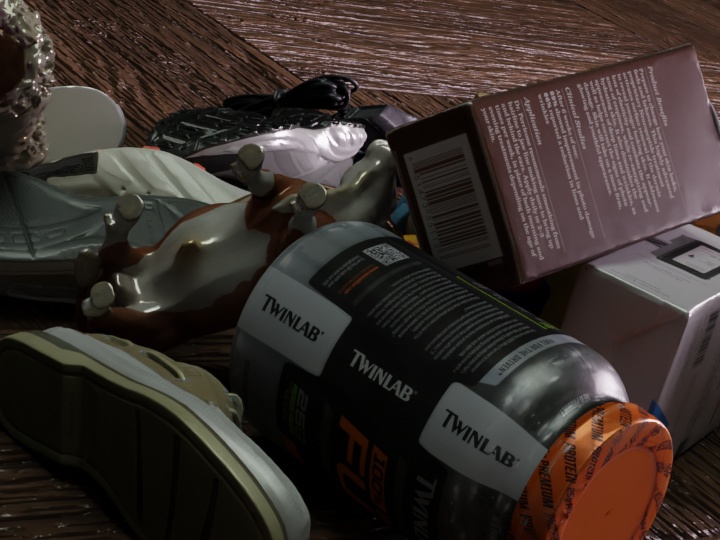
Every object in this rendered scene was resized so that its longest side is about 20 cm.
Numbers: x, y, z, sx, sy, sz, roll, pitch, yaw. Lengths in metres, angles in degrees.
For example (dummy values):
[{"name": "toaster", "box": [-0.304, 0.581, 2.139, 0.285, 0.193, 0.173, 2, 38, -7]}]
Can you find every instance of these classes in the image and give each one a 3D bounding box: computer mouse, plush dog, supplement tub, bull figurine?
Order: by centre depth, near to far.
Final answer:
[{"name": "supplement tub", "box": [0.042, 0.067, 0.819, 0.200, 0.123, 0.122, 31, 24, 37]}, {"name": "bull figurine", "box": [-0.061, -0.014, 0.898, 0.065, 0.199, 0.122, 59, -3, 22]}, {"name": "plush dog", "box": [-0.250, -0.123, 1.010, 0.160, 0.199, 0.173, 28, 42, -63]}, {"name": "computer mouse", "box": [-0.013, -0.094, 1.319, 0.140, 0.046, 0.200, -6, -16, 36]}]

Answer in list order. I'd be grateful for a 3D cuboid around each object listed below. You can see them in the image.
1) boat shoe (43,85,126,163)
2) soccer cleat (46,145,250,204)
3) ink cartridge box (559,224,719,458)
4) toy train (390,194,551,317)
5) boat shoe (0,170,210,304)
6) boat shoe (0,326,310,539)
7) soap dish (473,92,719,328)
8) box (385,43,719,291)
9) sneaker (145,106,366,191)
[{"name": "boat shoe", "box": [-0.253, -0.091, 1.105, 0.199, 0.072, 0.069, -6, -8, -13]}, {"name": "soccer cleat", "box": [-0.099, -0.024, 1.044, 0.199, 0.070, 0.078, 14, 34, -1]}, {"name": "ink cartridge box", "box": [0.178, 0.043, 0.998, 0.068, 0.117, 0.200, 26, 21, 24]}, {"name": "toy train", "box": [0.000, 0.000, 0.987, 0.199, 0.085, 0.116, -3, 42, -31]}, {"name": "boat shoe", "box": [-0.169, -0.007, 0.964, 0.201, 0.065, 0.075, 3, 42, -18]}, {"name": "boat shoe", "box": [-0.085, 0.074, 0.775, 0.068, 0.075, 0.200, -13, 33, -43]}, {"name": "soap dish", "box": [0.144, -0.020, 1.105, 0.199, 0.158, 0.081, 12, 37, -12]}, {"name": "box", "box": [0.116, -0.056, 0.949, 0.199, 0.101, 0.075, -17, 1, -40]}, {"name": "sneaker", "box": [-0.066, -0.068, 1.151, 0.074, 0.080, 0.200, 17, 12, 34]}]
